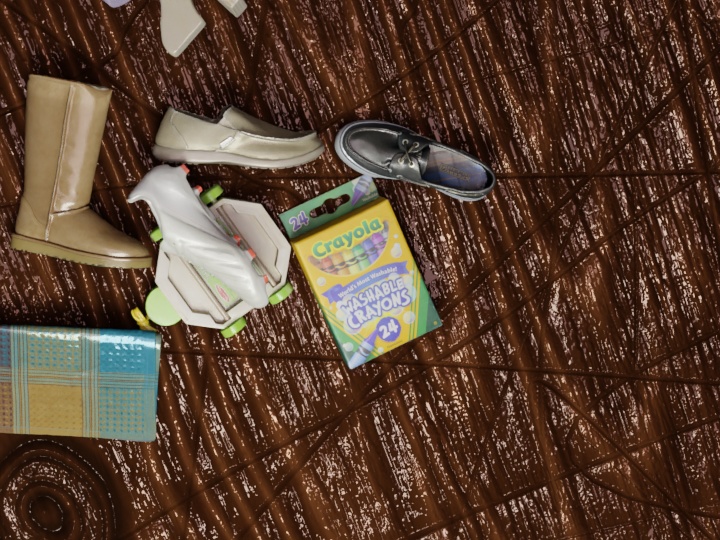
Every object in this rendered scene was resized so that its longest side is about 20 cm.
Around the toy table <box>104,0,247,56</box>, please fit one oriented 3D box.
[{"bbox_3d":[-0.183,-0.343,1.402,0.117,0.184,0.200,41,102,4],"label":"toy table"}]

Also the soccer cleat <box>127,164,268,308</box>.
[{"bbox_3d":[-0.181,-0.029,1.449,0.077,0.069,0.200,-39,94,-15],"label":"soccer cleat"}]

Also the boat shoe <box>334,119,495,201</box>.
[{"bbox_3d":[0.069,-0.134,1.519,0.199,0.057,0.069,16,86,-12],"label":"boat shoe"}]

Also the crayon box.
[{"bbox_3d":[0.000,0.000,1.533,0.125,0.052,0.201,-25,100,-5],"label":"crayon box"}]

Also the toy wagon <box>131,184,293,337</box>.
[{"bbox_3d":[-0.182,0.003,1.509,0.200,0.040,0.156,-36,101,-3],"label":"toy wagon"}]

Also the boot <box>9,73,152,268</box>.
[{"bbox_3d":[-0.308,-0.110,1.450,0.174,0.066,0.201,11,95,1],"label":"boot"}]

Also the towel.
[{"bbox_3d":[-0.335,0.130,1.491,0.199,0.022,0.147,4,114,-9],"label":"towel"}]

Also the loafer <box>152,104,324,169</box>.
[{"bbox_3d":[-0.140,-0.156,1.476,0.199,0.076,0.069,0,103,-9],"label":"loafer"}]
